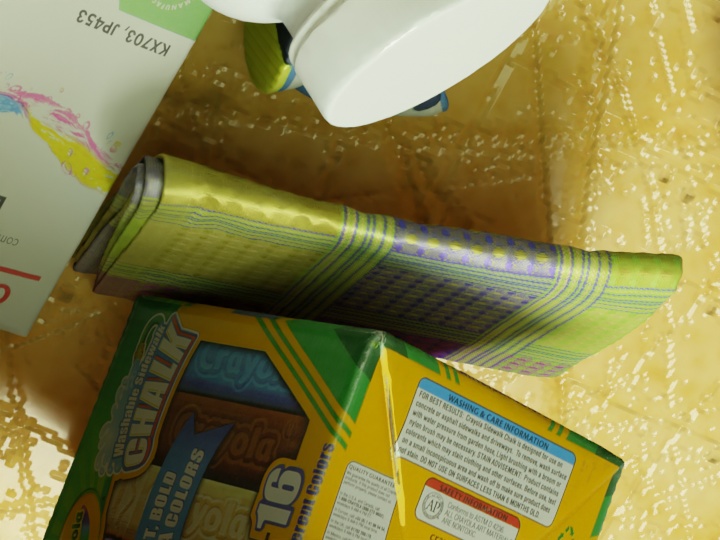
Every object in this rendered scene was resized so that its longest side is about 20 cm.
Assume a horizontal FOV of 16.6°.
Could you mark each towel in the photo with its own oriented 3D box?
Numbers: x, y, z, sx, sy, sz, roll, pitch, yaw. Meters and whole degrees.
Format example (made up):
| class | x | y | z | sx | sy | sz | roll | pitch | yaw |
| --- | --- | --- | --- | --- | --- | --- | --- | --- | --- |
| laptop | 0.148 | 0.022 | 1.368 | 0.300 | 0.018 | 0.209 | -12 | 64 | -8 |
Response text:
| class | x | y | z | sx | sy | sz | roll | pitch | yaw |
| --- | --- | --- | --- | --- | --- | --- | --- | --- | --- |
| towel | 0.000 | 0.000 | 0.881 | 0.199 | 0.144 | 0.023 | 11 | 73 | -13 |

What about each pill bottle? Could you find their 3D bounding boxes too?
| class | x | y | z | sx | sy | sz | roll | pitch | yaw |
| --- | --- | --- | --- | --- | --- | --- | --- | --- | --- |
| pill bottle | -0.025 | -0.149 | 0.762 | 0.112 | 0.112 | 0.201 | -31 | 78 | 5 |

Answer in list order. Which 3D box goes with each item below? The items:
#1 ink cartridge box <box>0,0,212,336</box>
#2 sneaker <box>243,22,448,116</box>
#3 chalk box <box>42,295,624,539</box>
| class | x | y | z | sx | sy | sz | roll | pitch | yaw |
| --- | --- | --- | --- | --- | --- | --- | --- | --- | --- |
| ink cartridge box | -0.139 | -0.053 | 0.820 | 0.117 | 0.067 | 0.200 | 18 | 107 | -47 |
| sneaker | 0.035 | -0.140 | 0.851 | 0.082 | 0.074 | 0.200 | 21 | 114 | -24 |
| chalk box | -0.028 | 0.089 | 0.885 | 0.125 | 0.200 | 0.124 | 27 | 79 | -35 |
